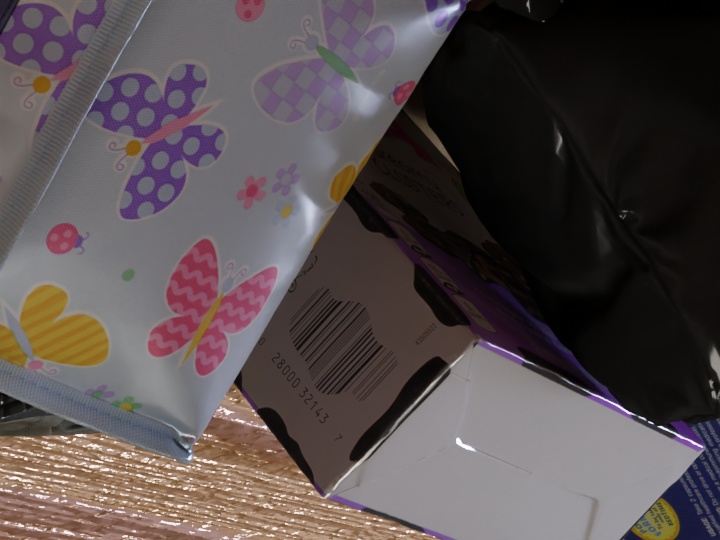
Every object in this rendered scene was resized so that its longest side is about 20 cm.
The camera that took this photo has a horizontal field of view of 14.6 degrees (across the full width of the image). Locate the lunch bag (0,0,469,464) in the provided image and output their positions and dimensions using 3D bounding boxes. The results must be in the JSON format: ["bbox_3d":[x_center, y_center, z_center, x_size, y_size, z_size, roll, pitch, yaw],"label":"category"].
[{"bbox_3d":[-0.092,-0.062,0.741,0.200,0.127,0.170,30,94,-42],"label":"lunch bag"}]

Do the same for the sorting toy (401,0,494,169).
[{"bbox_3d":[0.094,-0.008,1.051,0.200,0.037,0.185,37,146,-8],"label":"sorting toy"}]

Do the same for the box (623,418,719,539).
[{"bbox_3d":[0.163,0.037,1.003,0.199,0.032,0.121,-14,124,29],"label":"box"}]

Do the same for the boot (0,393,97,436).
[{"bbox_3d":[-0.171,0.050,1.217,0.199,0.068,0.131,2,163,-27],"label":"boot"}]

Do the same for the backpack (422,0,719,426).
[{"bbox_3d":[0.127,-0.063,0.898,0.200,0.167,0.126,-36,-168,-27],"label":"backpack"}]

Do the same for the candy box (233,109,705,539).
[{"bbox_3d":[0.000,0.000,0.940,0.072,0.200,0.168,-47,147,11],"label":"candy box"}]
